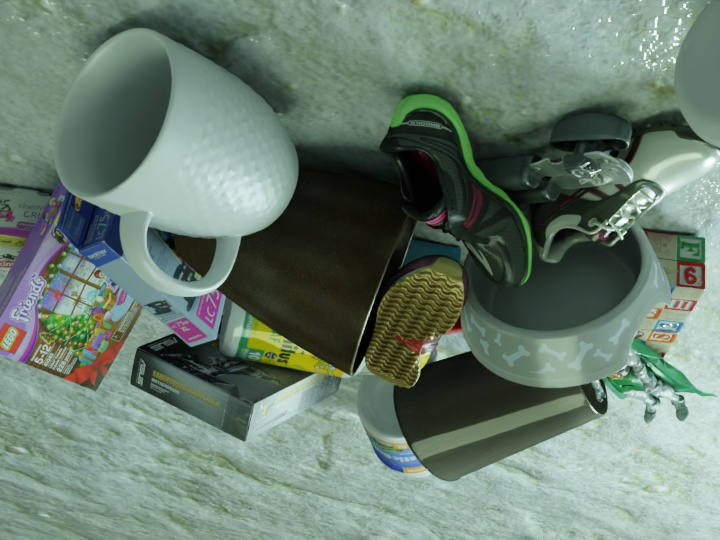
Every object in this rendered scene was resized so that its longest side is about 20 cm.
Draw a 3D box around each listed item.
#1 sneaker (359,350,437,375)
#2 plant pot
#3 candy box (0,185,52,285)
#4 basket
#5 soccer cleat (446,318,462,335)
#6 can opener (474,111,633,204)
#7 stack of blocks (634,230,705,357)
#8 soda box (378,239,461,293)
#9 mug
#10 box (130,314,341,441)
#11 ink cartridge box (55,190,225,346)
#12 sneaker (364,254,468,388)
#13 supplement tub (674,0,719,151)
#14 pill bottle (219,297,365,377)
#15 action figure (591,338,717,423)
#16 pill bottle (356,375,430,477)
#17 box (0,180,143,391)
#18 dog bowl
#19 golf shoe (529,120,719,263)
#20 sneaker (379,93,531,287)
[{"bbox_3d":[-0.002,0.105,1.613,0.200,0.075,0.100,-8,153,28],"label":"sneaker"},{"bbox_3d":[-0.065,-0.023,1.276,0.200,0.187,0.187,21,155,6],"label":"plant pot"},{"bbox_3d":[-0.358,-0.018,1.459,0.136,0.061,0.200,8,154,-2],"label":"candy box"},{"bbox_3d":[0.166,0.144,1.526,0.200,0.136,0.180,-23,156,22],"label":"basket"},{"bbox_3d":[0.163,0.049,1.387,0.200,0.076,0.067,9,135,55],"label":"soccer cleat"},{"bbox_3d":[0.157,-0.097,1.195,0.053,0.067,0.200,29,160,-38],"label":"can opener"},{"bbox_3d":[0.279,0.028,1.405,0.115,0.059,0.200,6,155,2],"label":"stack of blocks"},{"bbox_3d":[0.000,0.000,1.402,0.200,0.068,0.064,11,155,-8],"label":"soda box"},{"bbox_3d":[-0.145,-0.077,1.127,0.148,0.200,0.175,-9,158,39],"label":"mug"},{"bbox_3d":[-0.134,0.112,1.507,0.158,0.048,0.200,22,-159,24],"label":"box"},{"bbox_3d":[-0.202,-0.029,1.300,0.042,0.119,0.200,-20,134,31],"label":"ink cartridge box"},{"bbox_3d":[0.057,0.027,1.262,0.075,0.090,0.200,26,145,-1],"label":"sneaker"},{"bbox_3d":[0.341,-0.119,0.983,0.200,0.145,0.144,27,148,-36],"label":"supplement tub"},{"bbox_3d":[-0.047,0.057,1.480,0.200,0.113,0.113,12,154,-9],"label":"pill bottle"},{"bbox_3d":[0.285,0.110,1.451,0.118,0.055,0.200,-12,146,39],"label":"action figure"},{"bbox_3d":[0.064,0.203,1.761,0.112,0.112,0.200,1,153,11],"label":"pill bottle"},{"bbox_3d":[-0.279,0.010,1.357,0.137,0.200,0.039,27,-176,-37],"label":"box"},{"bbox_3d":[0.185,0.013,1.250,0.200,0.200,0.059,-2,137,17],"label":"dog bowl"},{"bbox_3d":[0.236,-0.066,1.188,0.077,0.088,0.200,27,146,-34],"label":"golf shoe"},{"bbox_3d":[0.078,-0.057,1.174,0.077,0.084,0.200,-8,126,52],"label":"sneaker"}]
